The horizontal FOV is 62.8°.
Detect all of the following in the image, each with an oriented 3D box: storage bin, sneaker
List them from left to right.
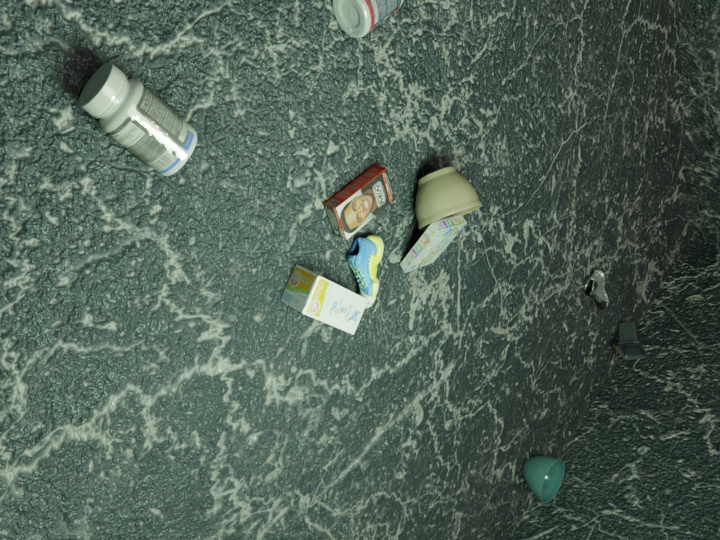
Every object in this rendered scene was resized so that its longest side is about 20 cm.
[{"bbox_3d":[0.000,0.000,1.643,0.102,0.075,0.208,7,92,-32],"label":"sneaker"},{"bbox_3d":[1.070,0.107,2.706,0.114,0.074,0.206,-28,112,-28],"label":"sneaker"},{"bbox_3d":[1.393,0.361,3.063,0.199,0.142,0.138,40,50,-43],"label":"storage bin"}]

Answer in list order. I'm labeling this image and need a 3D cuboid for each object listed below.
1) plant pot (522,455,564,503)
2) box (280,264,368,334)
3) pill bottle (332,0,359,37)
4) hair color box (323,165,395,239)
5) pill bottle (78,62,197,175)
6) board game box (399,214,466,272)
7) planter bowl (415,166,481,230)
[{"bbox_3d":[0.818,0.925,2.683,0.196,0.133,0.207,-16,115,-38],"label":"plant pot"},{"bbox_3d":[-0.093,0.077,1.540,0.198,0.111,0.104,28,86,-44],"label":"box"},{"bbox_3d":[0.036,-0.662,1.413,0.200,0.118,0.122,-44,129,-23],"label":"pill bottle"},{"bbox_3d":[0.000,-0.184,1.578,0.199,0.060,0.104,-41,129,-26],"label":"hair color box"},{"bbox_3d":[-0.415,-0.282,1.110,0.199,0.112,0.116,41,76,-43],"label":"pill bottle"},{"bbox_3d":[0.215,-0.079,1.754,0.132,0.035,0.201,-19,156,-39],"label":"board game box"},{"bbox_3d":[0.241,-0.219,1.725,0.196,0.198,0.139,-18,87,-38],"label":"planter bowl"}]
